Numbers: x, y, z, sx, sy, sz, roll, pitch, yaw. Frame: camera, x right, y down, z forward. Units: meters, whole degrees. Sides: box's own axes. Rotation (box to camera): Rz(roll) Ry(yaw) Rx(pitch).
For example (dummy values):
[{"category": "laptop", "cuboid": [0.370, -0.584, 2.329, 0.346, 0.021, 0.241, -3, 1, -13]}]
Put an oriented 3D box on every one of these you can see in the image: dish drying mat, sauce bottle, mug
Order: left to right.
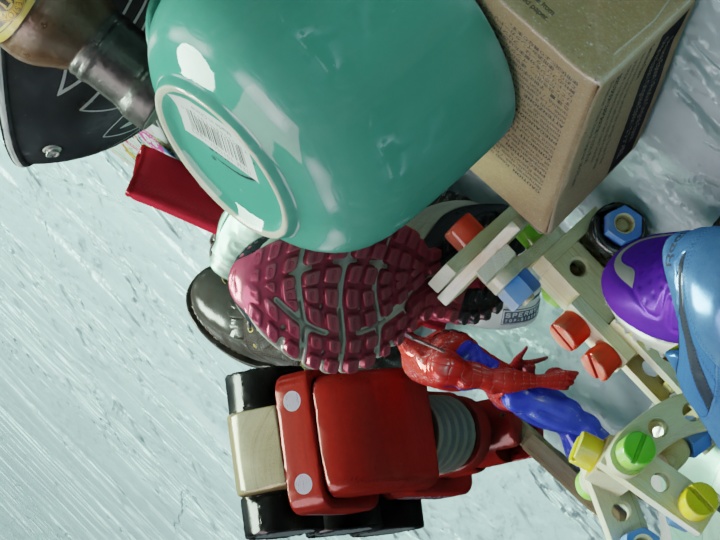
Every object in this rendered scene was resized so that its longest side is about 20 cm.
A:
[{"category": "sauce bottle", "cuboid": [-0.171, -0.145, 1.308, 0.200, 0.065, 0.065, 36, 160, 0]}, {"category": "dish drying mat", "cuboid": [-0.043, -0.017, 1.581, 0.200, 0.018, 0.077, 25, -165, -8]}, {"category": "mug", "cuboid": [-0.029, -0.082, 1.232, 0.152, 0.114, 0.185, 52, 160, -10]}]

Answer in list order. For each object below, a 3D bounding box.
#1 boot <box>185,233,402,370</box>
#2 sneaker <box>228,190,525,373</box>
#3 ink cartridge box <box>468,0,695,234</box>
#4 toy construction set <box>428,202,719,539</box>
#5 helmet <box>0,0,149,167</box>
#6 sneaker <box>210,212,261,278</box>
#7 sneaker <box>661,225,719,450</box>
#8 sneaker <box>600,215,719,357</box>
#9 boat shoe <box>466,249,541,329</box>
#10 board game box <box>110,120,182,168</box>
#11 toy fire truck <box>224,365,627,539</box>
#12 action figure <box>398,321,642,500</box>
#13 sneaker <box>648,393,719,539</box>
[{"category": "boot", "cuboid": [-0.053, 0.014, 1.692, 0.200, 0.069, 0.174, 23, 167, 29]}, {"category": "sneaker", "cuboid": [0.000, 0.000, 1.344, 0.075, 0.200, 0.081, 21, 106, 33]}, {"category": "ink cartridge box", "cuboid": [0.049, -0.134, 1.253, 0.200, 0.075, 0.165, 43, 161, 12]}, {"category": "toy construction set", "cuboid": [0.118, 0.041, 1.352, 0.200, 0.131, 0.092, 51, 159, -9]}, {"category": "helmet", "cuboid": [-0.165, -0.160, 1.432, 0.191, 0.200, 0.200, 28, 156, 13]}, {"category": "sneaker", "cuboid": [-0.041, -0.042, 1.406, 0.074, 0.118, 0.200, 33, -173, 15]}, {"category": "sneaker", "cuboid": [0.182, 0.064, 1.187, 0.078, 0.066, 0.200, 19, 139, 48]}, {"category": "sneaker", "cuboid": [0.183, -0.008, 1.228, 0.200, 0.070, 0.100, 11, 138, 46]}, {"category": "boat shoe", "cuboid": [0.026, -0.031, 1.519, 0.200, 0.074, 0.065, 23, 119, 36]}, {"category": "board game box", "cuboid": [-0.143, -0.128, 1.634, 0.147, 0.064, 0.200, 36, 164, 29]}, {"category": "toy fire truck", "cuboid": [0.047, 0.108, 1.542, 0.200, 0.176, 0.129, -14, 79, 30]}, {"category": "action figure", "cuboid": [0.092, 0.068, 1.489, 0.200, 0.052, 0.065, 26, 176, -18]}, {"category": "sneaker", "cuboid": [0.219, 0.161, 1.444, 0.118, 0.074, 0.201, 34, 154, 49]}]
